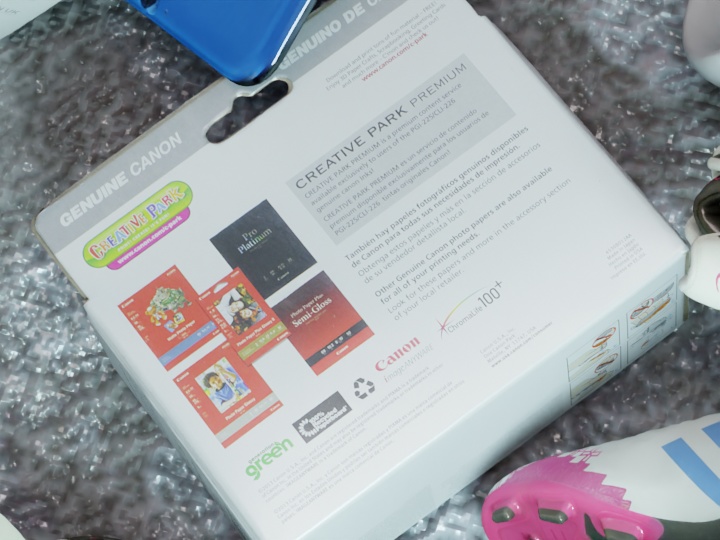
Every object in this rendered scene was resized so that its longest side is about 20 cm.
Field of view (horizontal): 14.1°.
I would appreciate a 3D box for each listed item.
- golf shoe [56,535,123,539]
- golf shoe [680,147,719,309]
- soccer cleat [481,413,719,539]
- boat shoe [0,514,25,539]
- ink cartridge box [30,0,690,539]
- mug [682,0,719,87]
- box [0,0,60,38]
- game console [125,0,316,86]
[{"bbox_3d":[-0.040,0.158,1.102,0.200,0.088,0.077,19,72,9],"label":"golf shoe"},{"bbox_3d":[0.170,-0.035,1.097,0.088,0.200,0.077,12,117,3],"label":"golf shoe"},{"bbox_3d":[0.137,0.085,1.093,0.200,0.070,0.086,-5,35,44],"label":"soccer cleat"},{"bbox_3d":[-0.116,0.172,1.072,0.200,0.072,0.068,51,44,-19],"label":"boat shoe"},{"bbox_3d":[0.000,0.000,1.153,0.200,0.084,0.176,-35,70,-8],"label":"ink cartridge box"},{"bbox_3d":[0.195,-0.153,1.119,0.148,0.175,0.200,35,104,-18],"label":"mug"},{"bbox_3d":[-0.172,-0.199,1.137,0.200,0.199,0.131,-26,64,39],"label":"box"},{"bbox_3d":[-0.024,-0.180,1.208,0.171,0.118,0.200,-16,37,-32],"label":"game console"}]
